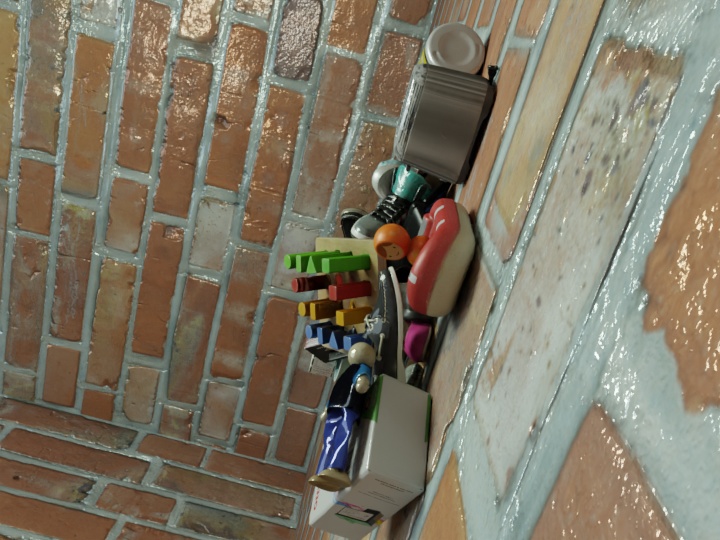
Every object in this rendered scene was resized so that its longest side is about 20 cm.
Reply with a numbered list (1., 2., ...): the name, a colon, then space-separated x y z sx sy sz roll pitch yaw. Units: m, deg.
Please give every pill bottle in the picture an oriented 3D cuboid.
1. pill bottle: 0.160 -0.373 1.251 0.200 0.110 0.113 116 169 -74

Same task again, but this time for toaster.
1. toaster: 0.130 -0.245 1.039 0.114 0.128 0.202 -82 8 -61

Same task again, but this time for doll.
1. doll: -0.021 0.186 0.864 0.136 0.048 0.202 -46 24 55

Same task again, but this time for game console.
1. game console: 0.128 -0.044 1.167 0.201 0.115 0.177 108 146 -54

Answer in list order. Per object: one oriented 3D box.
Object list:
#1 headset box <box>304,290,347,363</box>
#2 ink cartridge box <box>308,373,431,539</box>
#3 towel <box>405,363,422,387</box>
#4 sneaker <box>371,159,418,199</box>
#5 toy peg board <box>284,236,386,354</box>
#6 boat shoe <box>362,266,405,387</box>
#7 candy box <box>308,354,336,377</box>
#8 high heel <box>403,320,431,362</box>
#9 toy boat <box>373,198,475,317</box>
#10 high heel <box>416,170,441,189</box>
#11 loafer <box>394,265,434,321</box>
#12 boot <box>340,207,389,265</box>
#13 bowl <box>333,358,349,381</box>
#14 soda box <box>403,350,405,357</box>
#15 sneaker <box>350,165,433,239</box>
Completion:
1. headset box: -0.028 0.093 1.336 0.148 0.075 0.202 -18 49 34
2. ink cartridge box: 0.012 0.263 0.895 0.200 0.083 0.146 -55 17 43
3. towel: 0.055 0.257 1.048 0.193 0.034 0.202 124 163 -72
4. sneaker: 0.055 -0.180 1.266 0.200 0.081 0.075 -4 -59 -65
5. toy peg board: -0.049 0.049 1.095 0.199 0.097 0.202 7 101 57
6. boat shoe: 0.033 0.095 0.944 0.074 0.060 0.202 -96 2 -73
7. candy box: -0.068 0.144 1.512 0.201 0.060 0.138 110 173 -56
8. high heel: 0.059 0.093 1.047 0.200 0.095 0.068 -87 13 -76
9. toy boat: 0.081 -0.027 0.895 0.200 0.129 0.132 -82 7 -65
10. high heel: 0.131 -0.168 1.218 0.097 0.067 0.200 -66 -12 -4
11. loafer: 0.077 0.026 1.075 0.200 0.072 0.072 -145 58 -68
12. boot: 0.000 0.000 1.211 0.151 0.072 0.201 -67 -34 -43
13. bowl: 0.013 0.165 1.467 0.201 0.104 0.203 -165 90 -88
14. soda box: 0.042 0.185 1.231 0.068 0.063 0.202 -90 14 -79
15. sneaker: 0.064 -0.122 1.151 0.199 0.083 0.122 -31 -33 -50
